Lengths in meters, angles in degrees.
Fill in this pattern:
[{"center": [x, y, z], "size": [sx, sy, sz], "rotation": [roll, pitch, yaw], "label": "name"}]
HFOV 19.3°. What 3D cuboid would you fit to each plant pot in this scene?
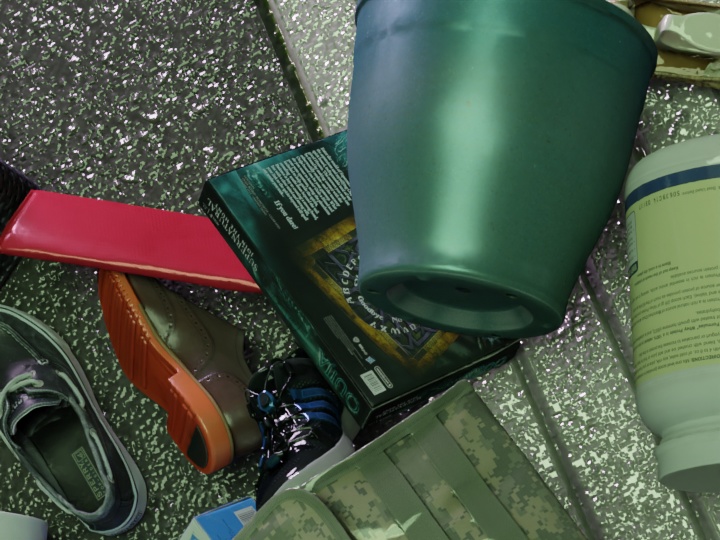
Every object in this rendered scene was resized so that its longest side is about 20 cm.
[{"center": [0.077, -0.064, 1.349], "size": [0.198, 0.200, 0.189], "rotation": [6, 73, 19], "label": "plant pot"}]

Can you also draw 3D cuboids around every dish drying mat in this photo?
[{"center": [-0.147, -0.018, 1.478], "size": [0.198, 0.077, 0.018], "rotation": [10, 122, 9], "label": "dish drying mat"}]

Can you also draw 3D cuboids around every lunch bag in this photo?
[{"center": [0.027, 0.190, 1.231], "size": [0.199, 0.118, 0.164], "rotation": [-32, 66, -12], "label": "lunch bag"}]

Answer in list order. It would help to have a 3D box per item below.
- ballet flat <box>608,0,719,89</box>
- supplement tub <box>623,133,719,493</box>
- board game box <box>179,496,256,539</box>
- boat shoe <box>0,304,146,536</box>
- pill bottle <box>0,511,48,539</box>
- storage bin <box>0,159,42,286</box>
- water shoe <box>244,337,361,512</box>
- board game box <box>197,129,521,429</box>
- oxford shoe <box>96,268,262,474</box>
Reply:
[{"center": [0.196, -0.160, 1.417], "size": [0.198, 0.065, 0.071], "rotation": [7, 78, 19], "label": "ballet flat"}, {"center": [0.239, 0.029, 1.311], "size": [0.144, 0.145, 0.202], "rotation": [-6, 74, 16], "label": "supplement tub"}, {"center": [-0.071, 0.284, 1.338], "size": [0.200, 0.056, 0.196], "rotation": [49, 126, 23], "label": "board game box"}, {"center": [-0.224, 0.099, 1.480], "size": [0.072, 0.068, 0.201], "rotation": [-37, 68, 5], "label": "boat shoe"}, {"center": [-0.267, 0.264, 1.427], "size": [0.111, 0.112, 0.202], "rotation": [3, 77, 18], "label": "pill bottle"}, {"center": [-0.347, -0.057, 1.547], "size": [0.199, 0.094, 0.136], "rotation": [32, 87, 21], "label": "storage bin"}, {"center": [-0.048, 0.103, 1.355], "size": [0.079, 0.200, 0.071], "rotation": [45, 105, -5], "label": "water shoe"}, {"center": [0.000, 0.000, 1.415], "size": [0.135, 0.028, 0.200], "rotation": [-21, 64, -33], "label": "board game box"}, {"center": [-0.122, 0.053, 1.473], "size": [0.072, 0.071, 0.200], "rotation": [-20, 58, -25], "label": "oxford shoe"}]
